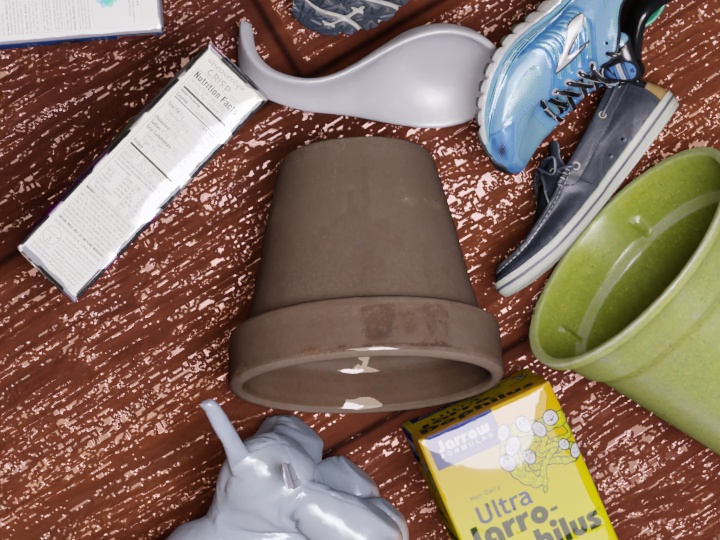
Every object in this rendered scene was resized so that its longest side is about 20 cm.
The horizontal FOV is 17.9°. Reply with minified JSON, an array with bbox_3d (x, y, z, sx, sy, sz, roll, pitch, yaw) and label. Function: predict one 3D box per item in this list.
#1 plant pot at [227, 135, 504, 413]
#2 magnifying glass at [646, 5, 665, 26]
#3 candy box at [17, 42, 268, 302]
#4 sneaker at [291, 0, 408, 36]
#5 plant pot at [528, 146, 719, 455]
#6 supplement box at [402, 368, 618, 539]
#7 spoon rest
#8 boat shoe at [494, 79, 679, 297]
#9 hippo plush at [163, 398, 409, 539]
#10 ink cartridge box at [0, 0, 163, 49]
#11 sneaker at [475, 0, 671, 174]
[{"bbox_3d":[0.000,0.000,1.651,0.200,0.200,0.175,-1,76,-6],"label":"plant pot"},{"bbox_3d":[0.137,-0.232,1.726,0.200,0.022,0.080,14,91,-5],"label":"magnifying glass"},{"bbox_3d":[-0.159,-0.072,1.646,0.061,0.136,0.200,44,87,-7],"label":"candy box"},{"bbox_3d":[0.020,-0.261,1.692,0.078,0.086,0.200,32,111,-26],"label":"sneaker"},{"bbox_3d":[0.259,0.043,1.680,0.184,0.200,0.200,39,88,-18],"label":"plant pot"},{"bbox_3d":[0.123,0.188,1.699,0.109,0.110,0.200,-24,94,-4],"label":"supplement box"},{"bbox_3d":[0.008,-0.145,1.689,0.199,0.099,0.061,3,48,-2],"label":"spoon rest"},{"bbox_3d":[0.158,-0.066,1.712,0.062,0.075,0.200,37,85,2],"label":"boat shoe"},{"bbox_3d":[-0.070,0.206,1.651,0.159,0.200,0.161,40,97,16],"label":"hippo plush"},{"bbox_3d":[-0.248,-0.231,1.659,0.199,0.076,0.137,-5,93,-7],"label":"ink cartridge box"},{"bbox_3d":[0.159,-0.155,1.669,0.090,0.078,0.200,34,92,28],"label":"sneaker"}]
